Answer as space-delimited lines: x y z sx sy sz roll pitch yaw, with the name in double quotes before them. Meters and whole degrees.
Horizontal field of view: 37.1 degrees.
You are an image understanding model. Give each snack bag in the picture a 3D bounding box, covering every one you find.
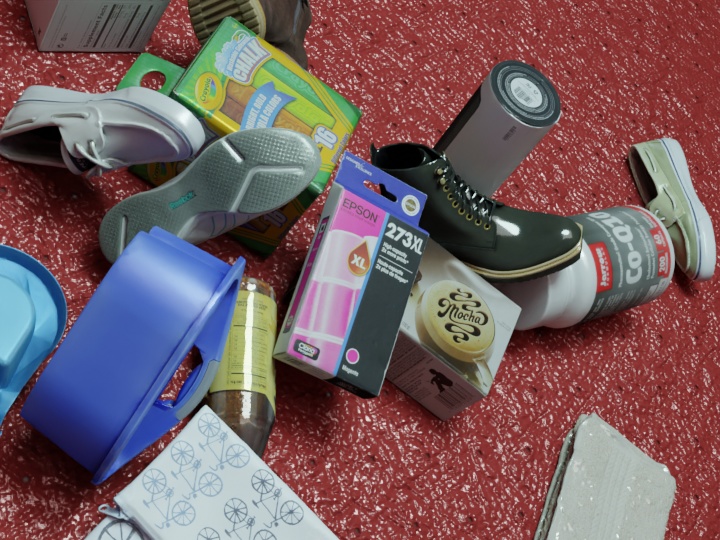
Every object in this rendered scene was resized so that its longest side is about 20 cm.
"snack bag" -0.119 0.234 0.793 0.189 0.021 0.200 46 65 0

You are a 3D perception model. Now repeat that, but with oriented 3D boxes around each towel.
"towel" 0.243 0.246 1.054 0.132 0.034 0.201 36 49 -9

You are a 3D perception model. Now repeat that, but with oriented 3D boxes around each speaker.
"speaker" 0.116 -0.115 1.078 0.080 0.200 0.082 14 54 -20

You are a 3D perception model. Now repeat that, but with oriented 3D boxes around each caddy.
"caddy" -0.159 0.063 0.800 0.104 0.141 0.201 33 94 -6

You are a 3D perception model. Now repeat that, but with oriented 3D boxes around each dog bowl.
"dog bowl" -0.297 0.071 0.786 0.111 0.050 0.201 30 51 -9

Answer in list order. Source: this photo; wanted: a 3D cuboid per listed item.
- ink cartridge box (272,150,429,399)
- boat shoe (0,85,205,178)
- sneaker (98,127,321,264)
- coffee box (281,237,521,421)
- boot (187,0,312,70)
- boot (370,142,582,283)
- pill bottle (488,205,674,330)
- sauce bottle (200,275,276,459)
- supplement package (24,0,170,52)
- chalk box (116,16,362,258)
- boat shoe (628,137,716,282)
"ink cartridge box" 0.000 0.000 0.928 0.094 0.037 0.202 26 68 -22
"boat shoe" -0.218 -0.106 0.884 0.066 0.198 0.074 -62 141 -30
"sneaker" -0.123 -0.065 0.905 0.080 0.199 0.071 -28 94 -79
"coffee box" 0.041 0.032 1.017 0.199 0.080 0.113 38 51 -9
"boot" -0.105 -0.266 1.062 0.201 0.072 0.168 64 25 -46
"boot" 0.107 -0.061 1.015 0.198 0.139 0.078 -2 48 14
"pill bottle" 0.232 -0.002 1.144 0.199 0.114 0.115 -12 70 -38
"sauce bottle" -0.102 0.106 0.891 0.065 0.066 0.202 13 63 -27
"supplement package" -0.253 -0.331 0.992 0.110 0.156 0.202 -9 68 -36
"chalk box" -0.123 -0.133 0.980 0.199 0.124 0.125 33 49 -12
"boat shoe" 0.383 -0.074 1.330 0.061 0.072 0.202 -6 60 -8
